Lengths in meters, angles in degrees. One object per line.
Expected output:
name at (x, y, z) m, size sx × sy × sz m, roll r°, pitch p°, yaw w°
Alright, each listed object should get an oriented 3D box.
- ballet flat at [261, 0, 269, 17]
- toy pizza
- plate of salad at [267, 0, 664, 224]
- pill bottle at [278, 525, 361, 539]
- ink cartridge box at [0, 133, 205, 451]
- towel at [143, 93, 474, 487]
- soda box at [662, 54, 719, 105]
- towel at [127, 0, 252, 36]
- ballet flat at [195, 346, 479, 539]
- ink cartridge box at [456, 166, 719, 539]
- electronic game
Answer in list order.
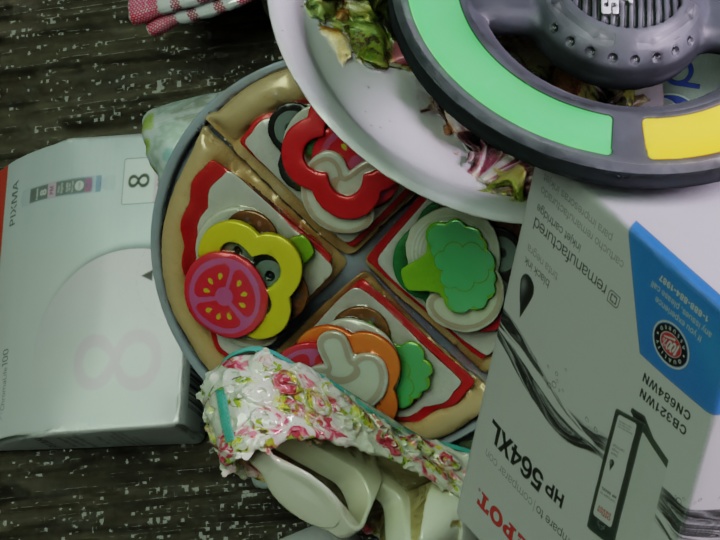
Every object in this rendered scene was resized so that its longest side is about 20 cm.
ballet flat at (0.031, -0.194, 1.366) m, size 0.199 × 0.067 × 0.063 m, roll -27°, pitch 62°, yaw 6°
toy pizza at (-0.004, -0.003, 1.210) m, size 0.199 × 0.032 × 0.201 m, roll 4°, pitch 108°, yaw 11°
plate of salad at (0.053, -0.109, 1.170) m, size 0.199 × 0.048 × 0.201 m, roll 15°, pitch 51°, yaw -19°
pill bottle at (-0.079, 0.203, 1.240) m, size 0.199 × 0.104 × 0.105 m, roll -24°, pitch 66°, yaw 9°
ink cartridge box at (-0.175, 0.014, 1.369) m, size 0.199 × 0.057 × 0.163 m, roll -2°, pitch 71°, yaw 12°
towel at (0.000, 0.000, 1.258) m, size 0.170 × 0.048 × 0.201 m, roll -13°, pitch 104°, yaw 13°
soda box at (0.166, -0.094, 1.289) m, size 0.068 × 0.063 × 0.201 m, roll 10°, pitch 75°, yaw 18°
towel at (-0.026, -0.203, 1.357) m, size 0.199 × 0.030 × 0.147 m, roll -18°, pitch 39°, yaw 21°
ballet flat at (0.005, 0.103, 1.208) m, size 0.076 × 0.199 × 0.064 m, roll -39°, pitch 36°, yaw 37°
ink cartridge box at (0.128, 0.061, 1.121) m, size 0.084 × 0.201 × 0.146 m, roll -10°, pitch 36°, yaw -31°
electronic game at (0.111, -0.113, 1.118) m, size 0.199 × 0.042 × 0.201 m, roll 4°, pitch 51°, yaw -5°
